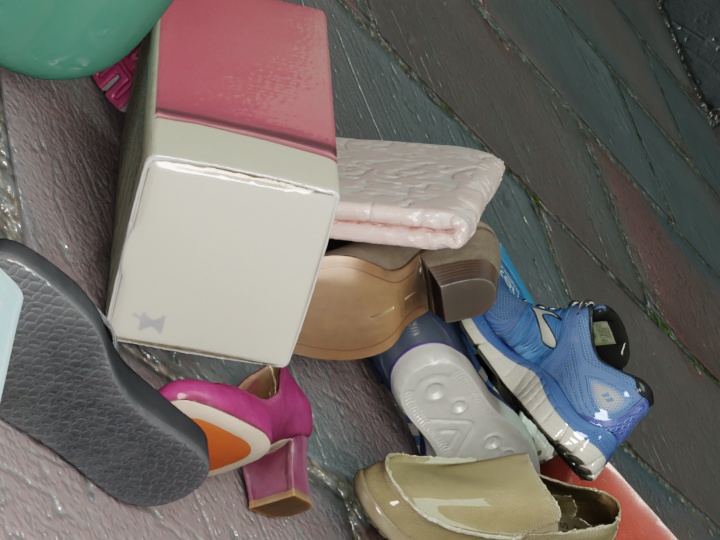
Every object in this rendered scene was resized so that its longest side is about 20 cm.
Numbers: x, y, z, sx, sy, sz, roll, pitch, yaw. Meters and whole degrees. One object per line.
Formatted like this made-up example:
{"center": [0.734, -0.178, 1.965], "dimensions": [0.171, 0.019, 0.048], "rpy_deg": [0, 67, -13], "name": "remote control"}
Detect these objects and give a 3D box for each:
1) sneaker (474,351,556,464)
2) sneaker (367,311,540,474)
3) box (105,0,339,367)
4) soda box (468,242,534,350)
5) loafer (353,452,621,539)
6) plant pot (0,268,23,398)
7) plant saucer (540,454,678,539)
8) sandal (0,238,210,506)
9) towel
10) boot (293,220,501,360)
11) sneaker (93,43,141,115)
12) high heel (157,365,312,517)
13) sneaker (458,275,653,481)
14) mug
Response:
{"center": [0.136, 0.149, 1.619], "dimensions": [0.087, 0.076, 0.201], "rpy_deg": [4, 54, -51], "name": "sneaker"}
{"center": [0.059, 0.082, 1.471], "dimensions": [0.200, 0.080, 0.147], "rpy_deg": [58, 5, -40], "name": "sneaker"}
{"center": [-0.080, -0.060, 1.170], "dimensions": [0.108, 0.128, 0.200], "rpy_deg": [10, 36, -11], "name": "box"}
{"center": [0.080, 0.031, 1.623], "dimensions": [0.064, 0.068, 0.200], "rpy_deg": [60, 17, 1], "name": "soda box"}
{"center": [0.083, 0.146, 1.270], "dimensions": [0.199, 0.068, 0.076], "rpy_deg": [17, 28, -36], "name": "loafer"}
{"center": [-0.228, 0.072, 0.536], "dimensions": [0.196, 0.196, 0.201], "rpy_deg": [43, 32, -43], "name": "plant pot"}
{"center": [0.189, 0.227, 1.484], "dimensions": [0.200, 0.037, 0.200], "rpy_deg": [49, -21, 4], "name": "plant saucer"}
{"center": [-0.143, 0.049, 0.988], "dimensions": [0.200, 0.076, 0.043], "rpy_deg": [57, 16, -46], "name": "sandal"}
{"center": [-0.007, -0.055, 1.364], "dimensions": [0.200, 0.190, 0.032], "rpy_deg": [-57, 150, -71], "name": "towel"}
{"center": [0.000, 0.000, 1.359], "dimensions": [0.146, 0.199, 0.071], "rpy_deg": [-123, -147, -67], "name": "boot"}
{"center": [-0.132, -0.169, 1.333], "dimensions": [0.088, 0.081, 0.201], "rpy_deg": [32, 33, -53], "name": "sneaker"}
{"center": [-0.077, 0.071, 1.132], "dimensions": [0.200, 0.067, 0.097], "rpy_deg": [58, 20, -65], "name": "high heel"}
{"center": [0.135, 0.057, 1.360], "dimensions": [0.079, 0.089, 0.200], "rpy_deg": [52, -1, -39], "name": "sneaker"}
{"center": [-0.191, -0.190, 1.130], "dimensions": [0.184, 0.114, 0.152], "rpy_deg": [28, 39, -19], "name": "mug"}
